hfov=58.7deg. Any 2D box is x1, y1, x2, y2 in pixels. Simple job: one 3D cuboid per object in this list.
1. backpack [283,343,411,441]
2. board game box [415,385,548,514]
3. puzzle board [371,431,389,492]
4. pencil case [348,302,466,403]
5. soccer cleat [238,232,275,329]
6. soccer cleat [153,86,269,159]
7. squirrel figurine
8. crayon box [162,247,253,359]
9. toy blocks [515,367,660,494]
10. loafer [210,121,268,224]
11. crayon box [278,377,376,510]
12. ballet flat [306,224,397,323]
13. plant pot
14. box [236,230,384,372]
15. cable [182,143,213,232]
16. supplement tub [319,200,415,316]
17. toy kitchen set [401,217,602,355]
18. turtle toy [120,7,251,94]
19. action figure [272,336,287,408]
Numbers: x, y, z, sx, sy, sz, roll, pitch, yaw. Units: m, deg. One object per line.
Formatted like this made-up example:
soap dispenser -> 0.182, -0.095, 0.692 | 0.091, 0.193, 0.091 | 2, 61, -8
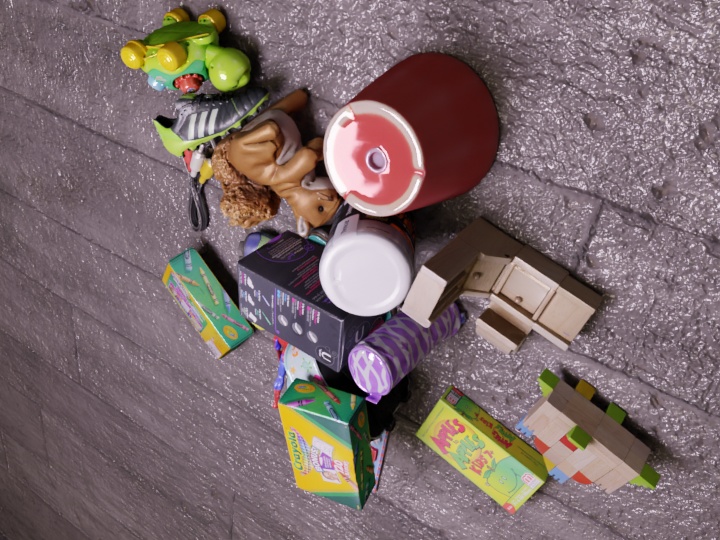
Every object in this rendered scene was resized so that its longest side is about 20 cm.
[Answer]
backpack -> -0.033, 0.169, 1.056 | 0.150, 0.178, 0.201 | -23, 106, 38
board game box -> 0.198, 0.292, 1.044 | 0.200, 0.048, 0.102 | 37, 129, 14
puzzle board -> -0.021, 0.325, 1.233 | 0.150, 0.017, 0.201 | 24, 124, 23
pencil case -> 0.069, 0.106, 0.946 | 0.084, 0.200, 0.086 | 17, 124, 39
soccer cleat -> -0.169, 0.026, 1.155 | 0.083, 0.065, 0.201 | 9, 120, 19
soccer cleat -> -0.233, -0.243, 0.982 | 0.199, 0.068, 0.081 | -21, 116, 23
squirrel figurine -> -0.127, -0.142, 0.995 | 0.199, 0.142, 0.187 | -23, 117, 23
crayon box -> -0.297, 0.066, 1.233 | 0.200, 0.058, 0.119 | 54, 151, 1
toy blocks -> 0.310, 0.253, 0.929 | 0.200, 0.100, 0.137 | 38, 141, 14
loafer -> -0.206, -0.168, 1.076 | 0.070, 0.070, 0.201 | -10, 106, 38
crayon box -> -0.047, 0.265, 0.972 | 0.118, 0.058, 0.201 | 11, 129, 24
ballet flat -> 0.000, 0.000, 1.018 | 0.200, 0.068, 0.068 | 49, 133, 4
plant pot -> 0.058, -0.164, 0.824 | 0.199, 0.177, 0.202 | 15, 121, 27
box -> -0.074, 0.041, 0.967 | 0.199, 0.122, 0.107 | 26, 132, 25
cable -> -0.307, -0.159, 1.162 | 0.097, 0.050, 0.201 | 37, 128, 15
supplement tub -> 0.015, -0.036, 0.884 | 0.122, 0.200, 0.123 | 2, 118, 5
toy kitchen set -> 0.175, 0.072, 0.861 | 0.200, 0.180, 0.164 | 35, 129, 16
turtle toy -> -0.262, -0.331, 1.000 | 0.199, 0.146, 0.101 | 13, 140, 26
action figure -> -0.135, 0.171, 1.214 | 0.065, 0.052, 0.201 | 15, 116, 22
